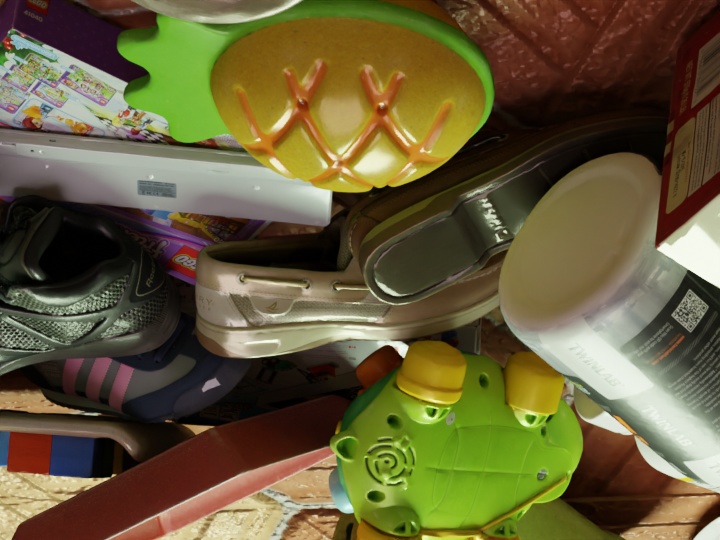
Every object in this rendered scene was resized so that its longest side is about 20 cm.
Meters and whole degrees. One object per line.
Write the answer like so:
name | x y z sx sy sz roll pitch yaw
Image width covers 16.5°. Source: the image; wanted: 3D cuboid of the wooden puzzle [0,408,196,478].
wooden puzzle | -0.214 0.107 1.567 0.199 0.047 0.185 8 178 9

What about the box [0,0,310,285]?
box | -0.139 -0.073 1.418 0.199 0.039 0.137 25 138 -23

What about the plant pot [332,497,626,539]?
plant pot | 0.085 0.209 1.654 0.200 0.201 0.184 -25 121 34

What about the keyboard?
keyboard | -0.115 -0.052 1.404 0.199 0.011 0.056 6 148 0

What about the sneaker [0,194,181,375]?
sneaker | -0.214 0.012 1.440 0.198 0.077 0.114 -10 144 13

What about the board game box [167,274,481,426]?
board game box | -0.024 0.055 1.572 0.199 0.035 0.127 4 142 3

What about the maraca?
maraca | -0.028 -0.100 1.314 0.199 0.107 0.137 4 144 3

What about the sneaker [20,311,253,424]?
sneaker | -0.151 0.042 1.505 0.199 0.070 0.082 -2 134 44

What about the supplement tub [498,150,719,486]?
supplement tub | 0.180 0.036 1.360 0.122 0.123 0.200 -27 127 35

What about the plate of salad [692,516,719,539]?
plate of salad | 0.324 0.215 1.724 0.199 0.048 0.201 3 142 2

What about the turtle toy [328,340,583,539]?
turtle toy | 0.060 0.107 1.504 0.199 0.101 0.147 7 104 -36

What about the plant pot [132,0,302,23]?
plant pot | -0.060 -0.212 1.121 0.199 0.174 0.201 3 144 2

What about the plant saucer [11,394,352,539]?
plant saucer | -0.105 0.131 1.534 0.199 0.037 0.199 -27 173 27

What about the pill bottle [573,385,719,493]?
pill bottle | 0.235 0.082 1.512 0.199 0.112 0.111 20 140 -18

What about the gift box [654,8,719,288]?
gift box | 0.268 -0.059 1.278 0.186 0.185 0.200 30 139 -16

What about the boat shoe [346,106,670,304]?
boat shoe | 0.085 -0.053 1.396 0.199 0.068 0.072 -20 129 -1

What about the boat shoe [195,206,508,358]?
boat shoe | 0.000 0.000 1.450 0.199 0.072 0.065 -9 117 -15
